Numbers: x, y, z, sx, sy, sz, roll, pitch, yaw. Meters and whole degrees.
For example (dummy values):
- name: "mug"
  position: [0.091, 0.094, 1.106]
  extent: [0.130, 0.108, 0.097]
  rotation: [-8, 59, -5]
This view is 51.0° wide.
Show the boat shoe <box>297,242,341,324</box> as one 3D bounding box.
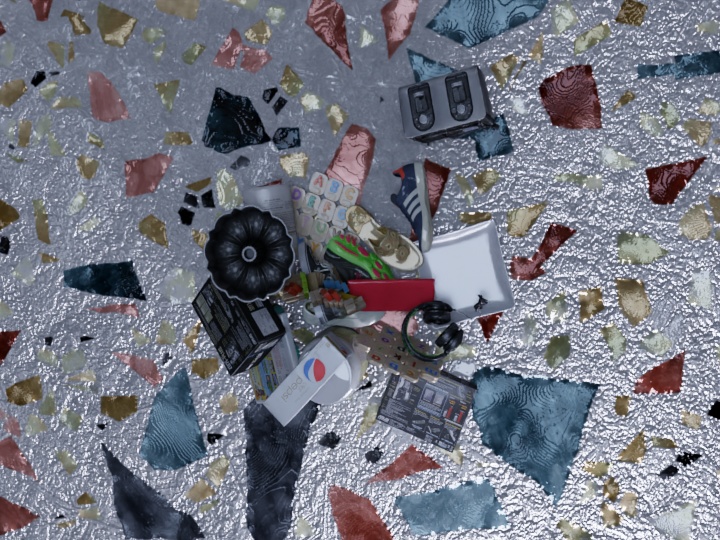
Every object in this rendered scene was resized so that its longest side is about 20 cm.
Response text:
- name: "boat shoe"
  position: [-0.090, 0.020, 1.701]
  extent: [0.067, 0.074, 0.203]
  rotation: [-20, 59, 1]

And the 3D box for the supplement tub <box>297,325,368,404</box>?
- name: "supplement tub"
  position: [-0.060, 0.210, 1.682]
  extent: [0.141, 0.200, 0.149]
  rotation: [1, 97, 9]

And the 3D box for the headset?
- name: "headset"
  position: [0.184, 0.115, 1.637]
  extent: [0.196, 0.094, 0.126]
  rotation: [-24, 77, -17]

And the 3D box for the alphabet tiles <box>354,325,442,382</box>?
- name: "alphabet tiles"
  position: [0.085, 0.182, 1.657]
  extent: [0.196, 0.196, 0.015]
  rotation: [24, 111, 5]

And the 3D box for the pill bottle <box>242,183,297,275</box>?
- name: "pill bottle"
  position: [-0.200, -0.087, 1.707]
  extent: [0.111, 0.114, 0.206]
  rotation: [-6, 95, 10]

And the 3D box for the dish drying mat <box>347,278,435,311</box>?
- name: "dish drying mat"
  position: [0.068, 0.054, 1.680]
  extent: [0.194, 0.018, 0.079]
  rotation: [0, 117, -2]

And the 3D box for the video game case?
- name: "video game case"
  position: [-0.207, 0.206, 1.750]
  extent: [0.179, 0.023, 0.205]
  rotation: [-11, 95, 45]

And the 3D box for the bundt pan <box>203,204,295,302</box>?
- name: "bundt pan"
  position: [-0.233, -0.038, 1.617]
  extent: [0.196, 0.076, 0.208]
  rotation: [0, 95, 1]

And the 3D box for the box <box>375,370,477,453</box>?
- name: "box"
  position: [0.150, 0.302, 1.732]
  extent: [0.196, 0.050, 0.161]
  rotation: [21, 99, 7]

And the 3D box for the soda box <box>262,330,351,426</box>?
- name: "soda box"
  position: [-0.109, 0.222, 1.557]
  extent: [0.068, 0.064, 0.200]
  rotation: [43, 101, 3]

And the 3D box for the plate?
- name: "plate"
  position: [0.231, 0.009, 1.697]
  extent: [0.195, 0.032, 0.205]
  rotation: [-15, 92, 11]

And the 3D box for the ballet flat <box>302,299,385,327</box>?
- name: "ballet flat"
  position: [-0.042, 0.091, 1.728]
  extent: [0.194, 0.069, 0.072]
  rotation: [-2, 96, 11]

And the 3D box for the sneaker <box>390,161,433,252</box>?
- name: "sneaker"
  position: [0.112, -0.135, 1.675]
  extent: [0.082, 0.075, 0.206]
  rotation: [-9, 76, 13]

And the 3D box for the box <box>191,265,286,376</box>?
- name: "box"
  position: [-0.278, 0.107, 1.711]
  extent: [0.202, 0.085, 0.164]
  rotation: [57, 134, 15]

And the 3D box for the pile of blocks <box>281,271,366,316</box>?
- name: "pile of blocks"
  position: [-0.081, 0.040, 1.626]
  extent: [0.194, 0.062, 0.084]
  rotation: [11, 74, 5]

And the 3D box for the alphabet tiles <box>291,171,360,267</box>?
- name: "alphabet tiles"
  position: [-0.086, -0.115, 1.747]
  extent: [0.196, 0.015, 0.200]
  rotation: [22, 99, 7]

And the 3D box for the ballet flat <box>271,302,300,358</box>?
- name: "ballet flat"
  position: [-0.186, 0.176, 1.780]
  extent: [0.061, 0.067, 0.205]
  rotation: [-17, 89, 38]

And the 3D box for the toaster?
- name: "toaster"
  position: [0.188, -0.343, 1.597]
  extent: [0.176, 0.200, 0.122]
  rotation: [-11, 92, 18]

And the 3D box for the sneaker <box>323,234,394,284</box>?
- name: "sneaker"
  position: [0.000, 0.000, 1.720]
  extent: [0.199, 0.077, 0.084]
  rotation: [40, 133, -7]

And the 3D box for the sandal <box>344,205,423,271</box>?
- name: "sandal"
  position: [0.043, -0.066, 1.679]
  extent: [0.210, 0.070, 0.078]
  rotation: [39, 105, 8]
